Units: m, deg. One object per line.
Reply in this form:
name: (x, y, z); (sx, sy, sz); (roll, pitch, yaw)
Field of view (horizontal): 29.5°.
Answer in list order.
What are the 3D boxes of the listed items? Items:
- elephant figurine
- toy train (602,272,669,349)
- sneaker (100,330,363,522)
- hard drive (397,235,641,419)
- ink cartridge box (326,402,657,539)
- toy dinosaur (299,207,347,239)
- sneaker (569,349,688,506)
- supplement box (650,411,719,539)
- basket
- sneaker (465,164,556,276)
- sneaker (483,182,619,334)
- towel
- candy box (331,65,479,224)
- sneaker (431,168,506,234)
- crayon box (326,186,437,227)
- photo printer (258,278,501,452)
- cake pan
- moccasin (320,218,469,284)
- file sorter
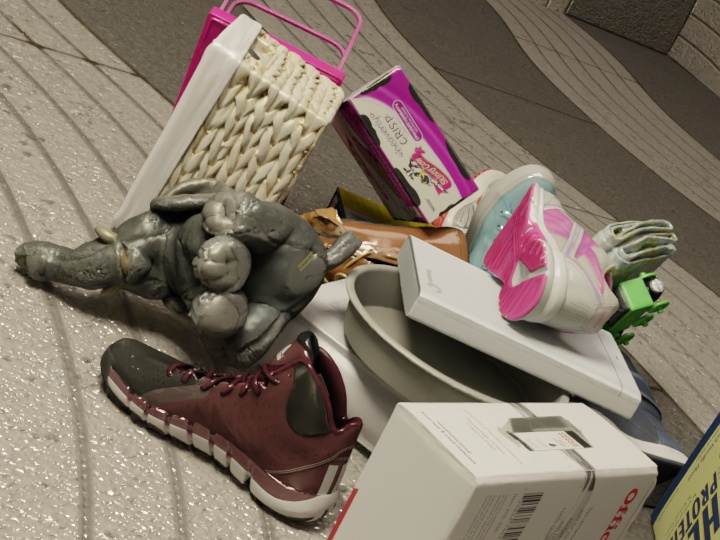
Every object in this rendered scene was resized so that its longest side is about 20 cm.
elephant figurine: (-0.136, -0.014, 1.062); (0.200, 0.142, 0.155); (14, -19, 43)
toy train: (0.228, 0.060, 1.307); (0.056, 0.200, 0.042); (-14, 68, -25)
sneaker: (-0.081, 0.076, 0.957); (0.200, 0.116, 0.076); (32, 21, 11)
hard drive: (0.126, 0.044, 1.114); (0.199, 0.027, 0.132); (25, 19, -11)
ink cartridge box: (0.084, 0.167, 0.906); (0.200, 0.147, 0.083); (6, 27, -46)
toy dinosaur: (-0.099, -0.005, 1.170); (0.060, 0.199, 0.106); (-87, 157, -61)
sneaker: (0.200, 0.123, 1.227); (0.202, 0.077, 0.146); (26, 30, -33)
supplement box: (0.360, 0.239, 1.094); (0.199, 0.135, 0.200); (26, 21, -5)
basket: (-0.114, -0.107, 1.233); (0.123, 0.200, 0.136); (31, 22, -5)
sneaker: (0.132, -0.002, 1.286); (0.074, 0.200, 0.082); (14, 29, -29)
sneaker: (0.161, -0.002, 1.134); (0.088, 0.081, 0.200); (26, 26, -13)
towel: (0.204, 0.025, 1.314); (0.048, 0.200, 0.171); (53, 27, 15)
candy box: (0.035, -0.117, 1.315); (0.137, 0.061, 0.200); (57, -4, -6)
sneaker: (0.144, -0.060, 1.626); (0.082, 0.078, 0.200); (37, 32, 12)
crayon box: (0.061, -0.007, 1.416); (0.199, 0.051, 0.127); (21, 21, -15)
photo printer: (0.029, 0.090, 1.124); (0.200, 0.070, 0.166); (36, 21, 18)
cake pan: (0.070, 0.065, 1.079); (0.200, 0.037, 0.200); (26, 19, -10)
moccasin: (0.000, 0.001, 1.251); (0.200, 0.074, 0.078); (4, 59, -7)
file sorter: (-0.097, -0.183, 1.375); (0.139, 0.200, 0.126); (26, 44, -4)
